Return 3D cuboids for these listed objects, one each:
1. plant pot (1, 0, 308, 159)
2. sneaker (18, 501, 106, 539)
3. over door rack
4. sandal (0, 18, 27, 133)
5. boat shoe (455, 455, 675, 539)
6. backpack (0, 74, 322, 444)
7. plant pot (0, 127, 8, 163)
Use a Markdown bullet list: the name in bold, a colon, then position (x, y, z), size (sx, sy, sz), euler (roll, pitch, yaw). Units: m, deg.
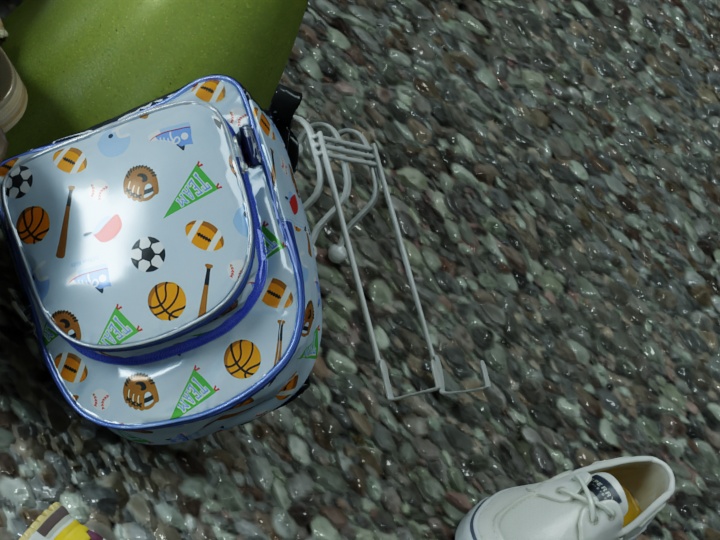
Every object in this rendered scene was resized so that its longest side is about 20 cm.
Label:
- **plant pot**: position (-0.120, -0.140, 1.755), size (0.187, 0.200, 0.187), euler (29, 36, -23)
- **sneaker**: position (-0.165, 0.197, 1.443), size (0.090, 0.075, 0.200), euler (37, 34, -1)
- **over door rack**: position (0.000, 0.000, 1.823), size (0.200, 0.067, 0.148), euler (64, 14, 8)
- **sandal**: position (-0.246, -0.132, 1.707), size (0.212, 0.078, 0.070), euler (56, -4, 44)
- **boat shoe**: position (0.139, 0.157, 1.823), size (0.200, 0.070, 0.071), euler (-8, 59, -51)
- **backpack**: position (-0.110, 0.000, 1.617), size (0.154, 0.200, 0.191), euler (15, 54, -78)
- **plant pot**: position (-0.310, -0.080, 1.509), size (0.198, 0.200, 0.200), euler (44, 32, -16)
